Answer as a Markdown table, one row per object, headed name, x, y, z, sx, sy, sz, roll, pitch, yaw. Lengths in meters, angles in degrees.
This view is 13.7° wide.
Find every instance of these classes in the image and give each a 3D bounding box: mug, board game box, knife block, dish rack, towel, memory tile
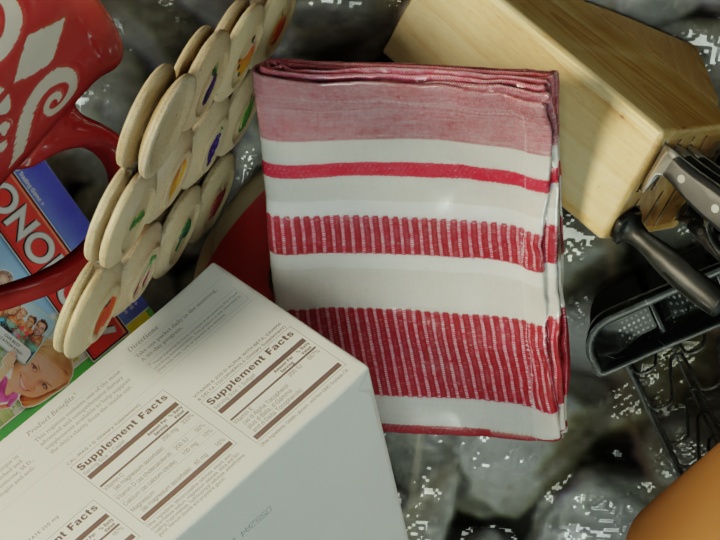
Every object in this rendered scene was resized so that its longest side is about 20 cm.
| name | x | y | z | sx | sy | sz | roll | pitch | yaw |
| --- | --- | --- | --- | --- | --- | --- | --- | --- | --- |
| mug | -0.202 | -0.051 | 1.346 | 0.177 | 0.134 | 0.200 | 35 | 72 | 9 |
| board game box | -0.182 | 0.019 | 1.440 | 0.134 | 0.029 | 0.200 | -40 | 100 | -23 |
| knife block | 0.117 | -0.059 | 1.406 | 0.199 | 0.176 | 0.064 | 22 | 116 | -16 |
| dish rack | 0.216 | 0.065 | 1.557 | 0.153 | 0.055 | 0.200 | -23 | 120 | 10 |
| towel | 0.026 | -0.006 | 1.418 | 0.143 | 0.023 | 0.201 | 3 | 121 | 12 |
| memory tile | -0.082 | -0.052 | 1.388 | 0.017 | 0.200 | 0.154 | 25 | 117 | 8 |

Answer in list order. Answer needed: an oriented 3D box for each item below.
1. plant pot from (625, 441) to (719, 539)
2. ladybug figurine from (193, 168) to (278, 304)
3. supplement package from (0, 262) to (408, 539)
| name | x | y | z | sx | sy | sz | roll | pitch | yaw |
| --- | --- | --- | --- | --- | --- | --- | --- | --- | --- |
| plant pot | 0.225 | 0.155 | 1.483 | 0.140 | 0.201 | 0.200 | -30 | 119 | 31 |
| ladybug figurine | 0.000 | 0.000 | 1.492 | 0.200 | 0.072 | 0.136 | -39 | 116 | 18 |
| supplement package | -0.090 | 0.129 | 1.407 | 0.200 | 0.111 | 0.156 | -40 | 143 | -23 |
